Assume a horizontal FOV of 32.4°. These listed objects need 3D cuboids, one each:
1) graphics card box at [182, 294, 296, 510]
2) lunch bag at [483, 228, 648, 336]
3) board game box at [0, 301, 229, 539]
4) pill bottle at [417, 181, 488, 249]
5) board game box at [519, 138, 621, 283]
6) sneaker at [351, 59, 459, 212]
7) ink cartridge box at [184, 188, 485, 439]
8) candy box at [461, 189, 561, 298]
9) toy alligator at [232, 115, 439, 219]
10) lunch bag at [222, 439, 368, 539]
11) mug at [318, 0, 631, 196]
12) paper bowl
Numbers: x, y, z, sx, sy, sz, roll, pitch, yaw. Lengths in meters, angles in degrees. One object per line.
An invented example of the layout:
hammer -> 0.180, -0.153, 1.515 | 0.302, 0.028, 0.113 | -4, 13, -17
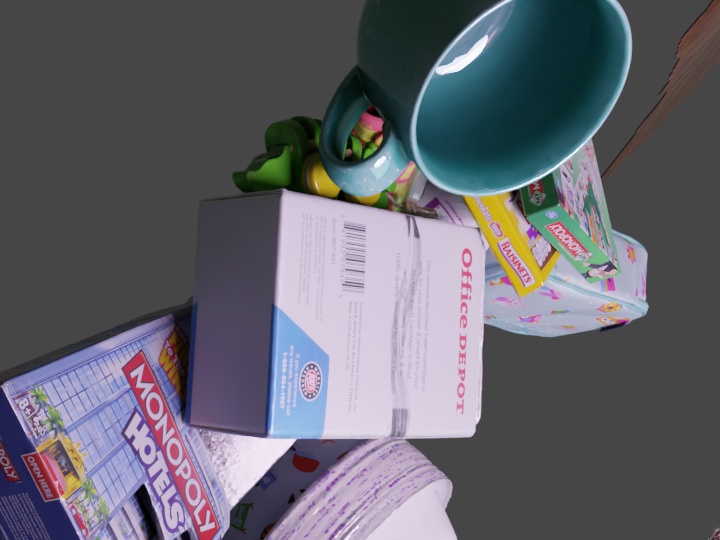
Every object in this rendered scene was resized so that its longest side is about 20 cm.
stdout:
graphics card box -> -0.091, 0.078, 0.892 | 0.200, 0.126, 0.051 | -47, -164, -14
lunch bag -> 0.155, 0.008, 1.119 | 0.199, 0.078, 0.159 | 18, 154, -39
board game box -> -0.140, 0.112, 0.764 | 0.061, 0.202, 0.200 | -13, -161, 27
pill bottle -> 0.000, 0.000, 1.000 | 0.200, 0.112, 0.112 | -40, 167, -6
board game box -> 0.146, -0.106, 0.947 | 0.029, 0.202, 0.134 | -19, 150, 23
sneaker -> 0.015, -0.095, 0.900 | 0.090, 0.078, 0.200 | 10, 127, -50
ink cartridge box -> -0.011, 0.035, 0.816 | 0.199, 0.083, 0.147 | 8, 83, -47
candy box -> 0.124, -0.058, 0.941 | 0.026, 0.103, 0.200 | -30, -173, 25
toy alligator -> -0.011, -0.069, 0.831 | 0.199, 0.059, 0.055 | 5, 88, -50
lunch bag -> -0.081, 0.149, 1.053 | 0.200, 0.170, 0.124 | -49, 164, -6
mug -> 0.060, -0.137, 0.760 | 0.183, 0.115, 0.153 | -10, 136, -25
paper bowl -> 0.000, 0.236, 0.988 | 0.200, 0.104, 0.201 | -42, 157, -23
